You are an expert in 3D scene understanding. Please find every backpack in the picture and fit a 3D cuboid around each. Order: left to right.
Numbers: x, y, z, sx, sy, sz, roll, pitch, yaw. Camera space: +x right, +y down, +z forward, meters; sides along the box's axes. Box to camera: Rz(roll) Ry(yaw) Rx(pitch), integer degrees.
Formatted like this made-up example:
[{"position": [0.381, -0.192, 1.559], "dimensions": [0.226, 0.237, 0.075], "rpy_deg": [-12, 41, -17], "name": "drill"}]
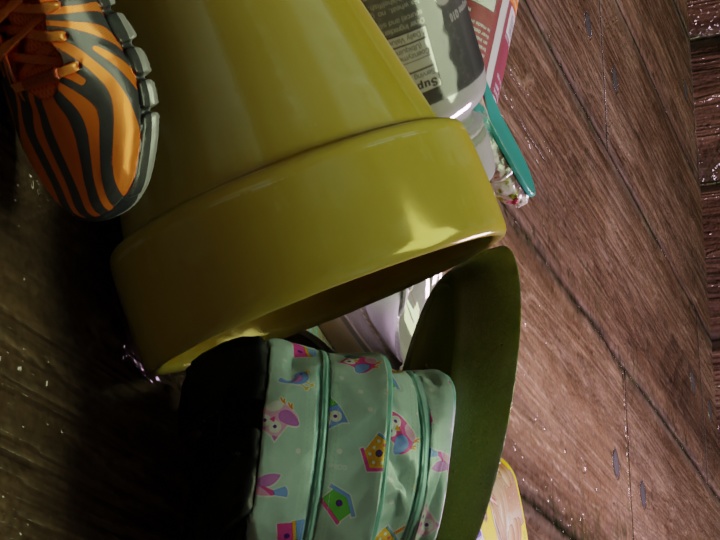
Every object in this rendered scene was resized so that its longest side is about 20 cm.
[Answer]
[{"position": [-0.029, 0.110, 0.925], "dimensions": [0.200, 0.126, 0.168], "rpy_deg": [116, -26, -61], "name": "backpack"}]

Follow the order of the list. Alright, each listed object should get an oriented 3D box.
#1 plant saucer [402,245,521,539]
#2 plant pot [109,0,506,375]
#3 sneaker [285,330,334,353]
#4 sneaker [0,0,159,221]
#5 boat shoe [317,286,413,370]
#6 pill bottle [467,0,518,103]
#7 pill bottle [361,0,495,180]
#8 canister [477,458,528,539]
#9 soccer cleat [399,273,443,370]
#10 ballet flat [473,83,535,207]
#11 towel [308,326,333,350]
[{"position": [0.045, 0.081, 1.010], "dimensions": [0.200, 0.031, 0.201], "rpy_deg": [-167, -90, -83], "name": "plant saucer"}, {"position": [-0.050, -0.068, 0.947], "dimensions": [0.190, 0.200, 0.201], "rpy_deg": [68, 17, 6], "name": "plant pot"}, {"position": [-0.037, 0.136, 1.063], "dimensions": [0.106, 0.074, 0.201], "rpy_deg": [-27, 105, -68], "name": "sneaker"}, {"position": [-0.158, -0.117, 0.813], "dimensions": [0.112, 0.077, 0.201], "rpy_deg": [-8, 80, -68], "name": "sneaker"}, {"position": [0.000, 0.000, 1.129], "dimensions": [0.072, 0.068, 0.200], "rpy_deg": [54, 9, -32], "name": "boat shoe"}, {"position": [0.043, -0.127, 1.321], "dimensions": [0.113, 0.112, 0.201], "rpy_deg": [50, 49, -59], "name": "pill bottle"}, {"position": [0.009, -0.138, 1.060], "dimensions": [0.113, 0.113, 0.201], "rpy_deg": [-61, 138, -61], "name": "pill bottle"}, {"position": [0.054, 0.204, 1.217], "dimensions": [0.200, 0.086, 0.149], "rpy_deg": [-15, 96, -72], "name": "canister"}, {"position": [0.020, 0.021, 1.242], "dimensions": [0.069, 0.077, 0.201], "rpy_deg": [-105, -157, -76], "name": "soccer cleat"}, {"position": [0.056, -0.117, 1.216], "dimensions": [0.076, 0.064, 0.200], "rpy_deg": [-92, 159, -52], "name": "ballet flat"}, {"position": [-0.019, 0.066, 1.231], "dimensions": [0.201, 0.022, 0.147], "rpy_deg": [-78, 153, -45], "name": "towel"}]
